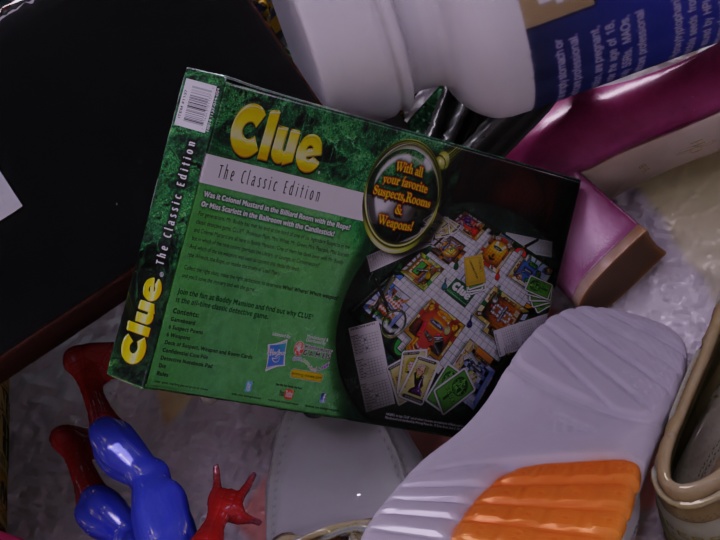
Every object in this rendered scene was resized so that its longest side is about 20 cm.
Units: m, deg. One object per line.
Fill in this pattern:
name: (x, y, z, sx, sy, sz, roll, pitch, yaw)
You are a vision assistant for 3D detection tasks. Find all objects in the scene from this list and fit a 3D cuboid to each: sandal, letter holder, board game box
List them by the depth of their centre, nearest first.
board game box: (0.000, 0.000, 1.005, 0.023, 0.199, 0.105, 20, 94, 40)
sandal: (0.065, 0.085, 1.011, 0.079, 0.060, 0.207, 15, 33, 21)
letter holder: (-0.125, -0.023, 1.042, 0.199, 0.142, 0.101, -34, 87, -14)

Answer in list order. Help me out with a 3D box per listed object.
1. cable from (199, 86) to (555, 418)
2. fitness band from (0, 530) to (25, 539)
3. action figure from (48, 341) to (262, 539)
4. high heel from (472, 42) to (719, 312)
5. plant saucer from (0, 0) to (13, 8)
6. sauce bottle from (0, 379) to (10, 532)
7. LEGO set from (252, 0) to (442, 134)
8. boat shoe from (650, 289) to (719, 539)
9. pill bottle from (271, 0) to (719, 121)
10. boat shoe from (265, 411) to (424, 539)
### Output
cable: (0.007, -0.023, 1.076, 0.200, 0.050, 0.097, -46, 32, 3)
fitness band: (-0.101, 0.158, 0.992, 0.200, 0.143, 0.038, 52, 123, 37)
action figure: (-0.065, 0.105, 1.012, 0.051, 0.066, 0.200, 5, 34, -22)
high heel: (0.123, -0.079, 1.111, 0.200, 0.067, 0.096, -46, 63, 4)
plant saucer: (-0.140, -0.074, 1.088, 0.200, 0.201, 0.027, -38, 24, -7)
sauce bottle: (-0.166, 0.082, 1.114, 0.064, 0.065, 0.201, -13, 56, 12)
LEGO set: (0.012, -0.139, 1.160, 0.200, 0.116, 0.154, -41, 53, -10)
boat shoe: (0.160, 0.013, 1.036, 0.073, 0.063, 0.201, 20, 66, 30)
pill bottle: (0.067, -0.123, 1.033, 0.199, 0.120, 0.120, -21, 52, -5)
boat shoe: (0.000, 0.117, 1.022, 0.074, 0.069, 0.201, -21, 51, 9)
